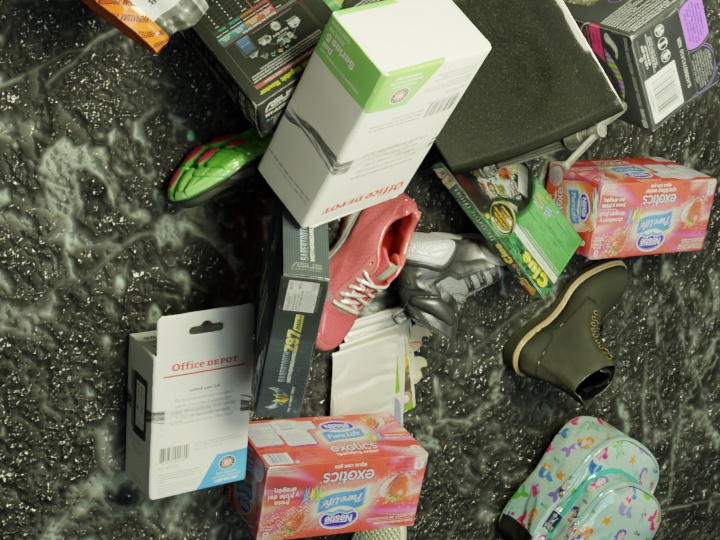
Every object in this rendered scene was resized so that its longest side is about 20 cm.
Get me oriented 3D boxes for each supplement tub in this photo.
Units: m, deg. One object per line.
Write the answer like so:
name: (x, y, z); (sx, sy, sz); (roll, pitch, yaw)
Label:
supplement tub: (-0.156, -0.296, 1.215); (0.122, 0.122, 0.201); (37, 86, -39)

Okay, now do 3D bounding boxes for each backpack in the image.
backpack: (0.298, 0.299, 1.833); (0.177, 0.150, 0.201); (35, 83, -38)

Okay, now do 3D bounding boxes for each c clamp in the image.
c clamp: (0.193, -0.136, 1.483); (0.170, 0.199, 0.027); (-37, 104, -34)

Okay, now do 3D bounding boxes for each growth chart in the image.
growth chart: (0.015, 0.135, 1.636); (0.143, 0.018, 0.203); (-7, 113, -34)

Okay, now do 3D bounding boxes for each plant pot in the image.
plant pot: (0.126, -0.207, 1.440); (0.176, 0.200, 0.201); (-32, 100, 4)

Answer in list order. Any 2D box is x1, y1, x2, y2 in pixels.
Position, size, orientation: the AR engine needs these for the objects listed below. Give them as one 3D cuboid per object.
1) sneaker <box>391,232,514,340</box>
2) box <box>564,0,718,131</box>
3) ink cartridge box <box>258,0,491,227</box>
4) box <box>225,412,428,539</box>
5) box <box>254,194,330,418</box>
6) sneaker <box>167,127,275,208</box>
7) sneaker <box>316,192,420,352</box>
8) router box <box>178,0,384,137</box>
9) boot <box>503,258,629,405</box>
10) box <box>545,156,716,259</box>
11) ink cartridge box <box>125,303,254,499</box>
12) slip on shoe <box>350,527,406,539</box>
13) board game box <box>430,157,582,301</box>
sneaker: (0.117, 0.018, 1.616); (0.198, 0.075, 0.115); (1, 101, -31)
box: (0.274, -0.251, 1.539); (0.106, 0.199, 0.123); (-35, 126, -18)
ink cartridge box: (0.010, -0.148, 1.302); (0.145, 0.084, 0.201); (-21, 154, -42)
box: (-0.039, 0.226, 1.567); (0.198, 0.103, 0.096); (-1, 114, -28)
box: (-0.070, 0.022, 1.397); (0.050, 0.159, 0.201); (6, 134, -9)
sneaker: (-0.099, -0.101, 1.417); (0.198, 0.077, 0.085); (-24, 118, -24)
sneaker: (0.000, 0.000, 1.521); (0.073, 0.087, 0.202); (22, 94, -38)
router box: (-0.059, -0.242, 1.326); (0.199, 0.150, 0.062); (-35, 160, -12)
boot: (0.291, 0.080, 1.732); (0.200, 0.138, 0.078); (-43, 128, -13)
box: (0.323, -0.077, 1.714); (0.198, 0.099, 0.097); (-5, 112, -35)
ink cartridge box: (-0.177, 0.123, 1.460); (0.115, 0.068, 0.203); (-8, 114, -33)
slip on shoe: (0.018, 0.378, 1.719); (0.061, 0.073, 0.203); (-21, 120, -68)
board game box: (0.167, -0.074, 1.588); (0.201, 0.023, 0.105); (52, 52, -16)
